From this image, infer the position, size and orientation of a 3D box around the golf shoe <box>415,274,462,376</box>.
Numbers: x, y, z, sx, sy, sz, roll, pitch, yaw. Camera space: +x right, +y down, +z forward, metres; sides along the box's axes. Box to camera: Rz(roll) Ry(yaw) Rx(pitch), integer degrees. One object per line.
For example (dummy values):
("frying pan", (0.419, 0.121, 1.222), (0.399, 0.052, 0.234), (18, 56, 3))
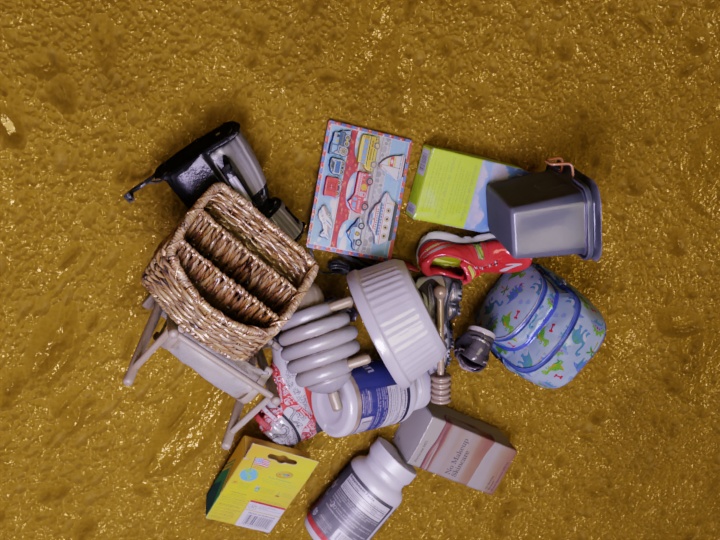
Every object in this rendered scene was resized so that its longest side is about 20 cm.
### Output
("golf shoe", (0.121, 0.100, 1.433), (0.093, 0.078, 0.203), (7, 105, 0))

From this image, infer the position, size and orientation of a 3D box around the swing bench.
("swing bench", (-0.229, 0.119, 1.240), (0.198, 0.201, 0.130), (38, 114, -25))

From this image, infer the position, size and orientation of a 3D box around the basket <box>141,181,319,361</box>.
("basket", (-0.180, 0.008, 1.131), (0.200, 0.143, 0.149), (42, 120, -16))

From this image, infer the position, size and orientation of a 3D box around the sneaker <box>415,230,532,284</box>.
("sneaker", (0.191, -0.010, 1.378), (0.196, 0.086, 0.078), (1, 131, 3))

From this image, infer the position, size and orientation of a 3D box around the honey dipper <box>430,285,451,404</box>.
("honey dipper", (0.136, 0.124, 1.382), (0.037, 0.038, 0.204), (-4, 104, -16))

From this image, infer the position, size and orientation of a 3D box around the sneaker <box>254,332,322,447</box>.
("sneaker", (-0.137, 0.209, 1.379), (0.107, 0.067, 0.204), (-26, 116, -11))

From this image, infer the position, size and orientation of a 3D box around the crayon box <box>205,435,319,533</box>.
("crayon box", (-0.167, 0.353, 1.389), (0.125, 0.051, 0.201), (21, 122, -22))

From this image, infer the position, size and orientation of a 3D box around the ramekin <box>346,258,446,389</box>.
("ramekin", (0.062, 0.076, 1.300), (0.093, 0.203, 0.204), (-26, 114, 4))

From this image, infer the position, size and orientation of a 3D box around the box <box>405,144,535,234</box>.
("box", (0.185, -0.131, 1.382), (0.197, 0.048, 0.124), (10, 105, -21))

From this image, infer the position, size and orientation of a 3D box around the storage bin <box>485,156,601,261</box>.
("storage bin", (0.281, -0.097, 1.300), (0.132, 0.200, 0.148), (-9, 111, -5))

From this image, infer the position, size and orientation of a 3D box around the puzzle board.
("puzzle board", (0.000, -0.125, 1.323), (0.148, 0.017, 0.204), (9, 94, -20))

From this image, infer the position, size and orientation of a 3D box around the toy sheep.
("toy sheep", (-0.059, 0.116, 1.263), (0.136, 0.138, 0.203), (-16, 82, -12))

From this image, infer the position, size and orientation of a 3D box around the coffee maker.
("coffee maker", (-0.210, -0.092, 1.240), (0.190, 0.135, 0.202), (-23, 114, 20))

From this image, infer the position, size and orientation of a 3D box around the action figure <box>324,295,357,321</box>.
("action figure", (-0.105, 0.040, 1.335), (0.198, 0.070, 0.131), (29, 106, -19))

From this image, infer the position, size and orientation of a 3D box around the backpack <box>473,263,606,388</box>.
("backpack", (0.299, 0.093, 1.402), (0.146, 0.200, 0.184), (34, 96, -29))

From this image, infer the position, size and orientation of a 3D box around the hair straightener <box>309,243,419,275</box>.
("hair straightener", (0.000, 0.000, 1.367), (0.197, 0.041, 0.078), (18, 102, -26))

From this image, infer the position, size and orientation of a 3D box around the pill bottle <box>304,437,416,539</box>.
("pill bottle", (0.003, 0.405, 1.461), (0.116, 0.116, 0.201), (39, 92, -24))

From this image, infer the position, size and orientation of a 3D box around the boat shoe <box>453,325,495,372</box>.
("boat shoe", (0.187, 0.145, 1.403), (0.066, 0.200, 0.058), (24, 74, 9))

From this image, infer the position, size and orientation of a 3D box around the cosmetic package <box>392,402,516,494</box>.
("cosmetic package", (0.172, 0.319, 1.502), (0.198, 0.087, 0.104), (24, 100, -23))

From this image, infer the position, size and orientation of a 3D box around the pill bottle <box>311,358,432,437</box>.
("pill bottle", (0.024, 0.207, 1.384), (0.198, 0.110, 0.113), (-4, 110, -41))
